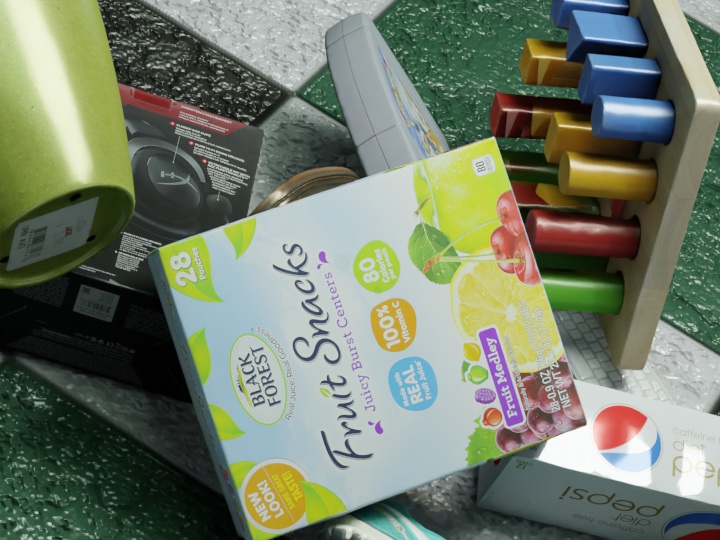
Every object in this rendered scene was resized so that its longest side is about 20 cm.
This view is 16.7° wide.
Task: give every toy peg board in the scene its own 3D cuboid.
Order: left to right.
[{"bbox_3d":[0.135,-0.077,1.540,0.097,0.200,0.201,3,36,-12],"label":"toy peg board"}]

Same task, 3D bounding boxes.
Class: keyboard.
[{"bbox_3d":[0.165,0.075,1.544,0.056,0.011,0.201,-4,47,-30],"label":"keyboard"}]

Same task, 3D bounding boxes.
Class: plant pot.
[{"bbox_3d":[-0.208,-0.096,1.329,0.186,0.187,0.201,-14,64,-37],"label":"plant pot"}]

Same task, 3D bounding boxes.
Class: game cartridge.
[{"bbox_3d":[0.028,-0.075,1.546,0.041,0.134,0.201,-25,37,7],"label":"game cartridge"}]

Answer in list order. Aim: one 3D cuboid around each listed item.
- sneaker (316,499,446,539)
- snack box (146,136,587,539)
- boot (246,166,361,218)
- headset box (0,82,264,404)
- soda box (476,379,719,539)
[{"bbox_3d":[0.066,0.188,1.320,0.200,0.078,0.080,37,32,16],"label":"sneaker"},{"bbox_3d":[0.003,0.038,1.342,0.199,0.068,0.170,-19,91,-10],"label":"snack box"},{"bbox_3d":[0.000,0.000,1.449,0.097,0.075,0.200,51,13,18],"label":"boot"},{"bbox_3d":[-0.144,-0.032,1.457,0.148,0.078,0.201,17,39,-8],"label":"headset box"},{"bbox_3d":[0.172,0.120,1.442,0.199,0.068,0.064,15,54,-11],"label":"soda box"}]
